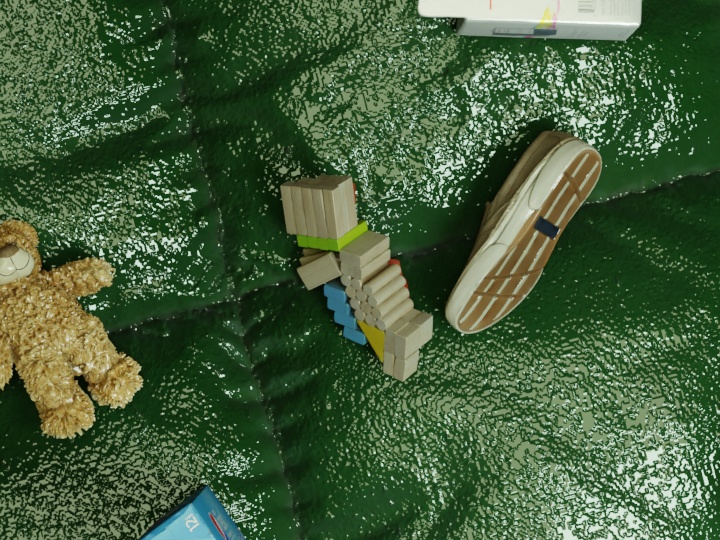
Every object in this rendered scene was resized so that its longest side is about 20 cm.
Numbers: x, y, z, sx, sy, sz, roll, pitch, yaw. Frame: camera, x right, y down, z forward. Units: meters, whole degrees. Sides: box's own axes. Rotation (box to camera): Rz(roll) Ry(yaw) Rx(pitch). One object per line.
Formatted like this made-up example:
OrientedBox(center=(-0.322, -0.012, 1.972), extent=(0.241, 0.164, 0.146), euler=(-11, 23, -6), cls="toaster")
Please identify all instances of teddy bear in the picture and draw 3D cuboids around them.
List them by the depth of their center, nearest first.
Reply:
OrientedBox(center=(-0.274, 0.048, 1.410), extent=(0.144, 0.067, 0.201), euler=(-17, 88, -6), cls="teddy bear")

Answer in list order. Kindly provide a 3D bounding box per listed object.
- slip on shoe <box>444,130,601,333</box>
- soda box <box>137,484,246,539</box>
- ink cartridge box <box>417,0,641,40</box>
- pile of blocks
OrientedBox(center=(0.133, -0.037, 1.441), extent=(0.061, 0.076, 0.201), euler=(36, 94, 39), cls="slip on shoe")
OrientedBox(center=(-0.139, 0.228, 1.339), extent=(0.064, 0.200, 0.068), euler=(-36, 88, -4), cls="soda box")
OrientedBox(center=(0.147, -0.270, 1.448), extent=(0.198, 0.067, 0.118), euler=(2, 87, -4), cls="ink cartridge box")
OrientedBox(center=(0.000, 0.000, 1.438), extent=(0.062, 0.082, 0.201), euler=(-34, 100, -47), cls="pile of blocks")
